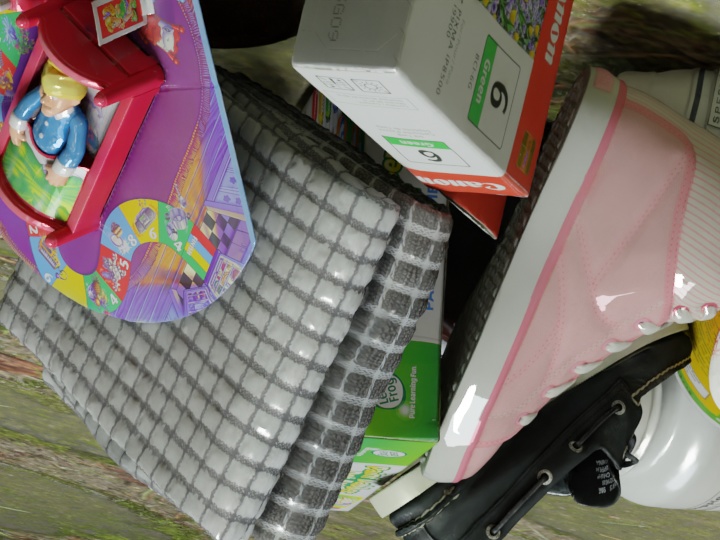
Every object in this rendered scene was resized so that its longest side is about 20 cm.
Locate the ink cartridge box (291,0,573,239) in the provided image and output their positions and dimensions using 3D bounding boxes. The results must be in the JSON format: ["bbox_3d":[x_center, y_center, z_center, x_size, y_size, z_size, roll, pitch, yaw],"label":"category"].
[{"bbox_3d":[0.046,-0.092,1.091,0.050,0.110,0.200,6,164,28],"label":"ink cartridge box"}]

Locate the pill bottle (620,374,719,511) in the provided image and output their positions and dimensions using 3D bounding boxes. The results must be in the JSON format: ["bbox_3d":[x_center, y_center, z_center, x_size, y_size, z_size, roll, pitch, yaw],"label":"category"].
[{"bbox_3d":[0.182,0.072,1.481,0.199,0.115,0.114,7,170,-34],"label":"pill bottle"}]

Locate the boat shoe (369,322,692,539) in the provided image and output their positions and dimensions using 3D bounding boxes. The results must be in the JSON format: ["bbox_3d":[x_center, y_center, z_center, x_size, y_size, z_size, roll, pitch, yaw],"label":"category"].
[{"bbox_3d":[0.095,0.087,1.300,0.199,0.066,0.074,-28,173,-39],"label":"boat shoe"}]

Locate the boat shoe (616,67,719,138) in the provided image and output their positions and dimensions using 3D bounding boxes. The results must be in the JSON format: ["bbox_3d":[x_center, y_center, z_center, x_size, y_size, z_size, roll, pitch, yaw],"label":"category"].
[{"bbox_3d":[0.137,-0.043,1.287,0.066,0.074,0.200,14,152,5],"label":"boat shoe"}]

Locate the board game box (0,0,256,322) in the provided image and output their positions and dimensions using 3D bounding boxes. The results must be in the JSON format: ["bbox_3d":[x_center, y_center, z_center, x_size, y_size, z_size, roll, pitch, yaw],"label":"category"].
[{"bbox_3d":[-0.124,-0.068,1.109,0.157,0.202,0.039,0,-161,42],"label":"board game box"}]

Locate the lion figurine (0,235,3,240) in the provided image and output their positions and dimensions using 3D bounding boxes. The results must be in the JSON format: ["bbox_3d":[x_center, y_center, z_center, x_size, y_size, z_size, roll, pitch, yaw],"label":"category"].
[{"bbox_3d":[-0.138,-0.079,1.279,0.199,0.124,0.072,-6,177,-23],"label":"lion figurine"}]

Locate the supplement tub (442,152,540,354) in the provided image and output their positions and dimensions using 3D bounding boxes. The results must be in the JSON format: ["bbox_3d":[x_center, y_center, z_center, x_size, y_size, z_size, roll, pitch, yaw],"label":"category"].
[{"bbox_3d":[0.050,0.001,1.409,0.106,0.108,0.200,15,169,-9],"label":"supplement tub"}]

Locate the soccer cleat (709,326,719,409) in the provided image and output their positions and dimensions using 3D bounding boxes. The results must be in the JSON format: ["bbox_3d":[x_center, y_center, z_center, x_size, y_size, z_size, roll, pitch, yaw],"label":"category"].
[{"bbox_3d":[0.224,0.001,1.154,0.069,0.200,0.085,41,-161,-19],"label":"soccer cleat"}]

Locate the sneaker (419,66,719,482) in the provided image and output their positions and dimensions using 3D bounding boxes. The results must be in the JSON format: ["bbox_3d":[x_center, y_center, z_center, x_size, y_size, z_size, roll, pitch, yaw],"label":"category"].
[{"bbox_3d":[0.103,0.020,1.194,0.104,0.201,0.075,22,-161,-9],"label":"sneaker"}]

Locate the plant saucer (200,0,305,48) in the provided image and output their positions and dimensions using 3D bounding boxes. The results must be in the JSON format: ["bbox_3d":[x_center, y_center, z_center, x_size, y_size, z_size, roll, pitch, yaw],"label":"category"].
[{"bbox_3d":[-0.090,-0.139,1.173,0.199,0.037,0.201,12,164,3],"label":"plant saucer"}]

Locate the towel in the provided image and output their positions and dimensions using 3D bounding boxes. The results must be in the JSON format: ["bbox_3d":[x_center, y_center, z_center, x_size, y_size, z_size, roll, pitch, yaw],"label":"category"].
[{"bbox_3d":[-0.059,0.006,1.181,0.085,0.167,0.200,12,-162,-42],"label":"towel"}]

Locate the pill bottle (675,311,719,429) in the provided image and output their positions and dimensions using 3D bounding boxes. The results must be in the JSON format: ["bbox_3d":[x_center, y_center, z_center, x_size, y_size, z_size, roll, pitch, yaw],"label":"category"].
[{"bbox_3d":[0.219,0.012,1.320,0.110,0.112,0.200,12,164,-1],"label":"pill bottle"}]

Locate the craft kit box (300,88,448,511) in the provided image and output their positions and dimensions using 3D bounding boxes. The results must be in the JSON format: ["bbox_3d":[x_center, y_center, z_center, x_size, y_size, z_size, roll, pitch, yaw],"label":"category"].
[{"bbox_3d":[0.000,0.000,1.281,0.048,0.199,0.200,2,166,-11],"label":"craft kit box"}]
